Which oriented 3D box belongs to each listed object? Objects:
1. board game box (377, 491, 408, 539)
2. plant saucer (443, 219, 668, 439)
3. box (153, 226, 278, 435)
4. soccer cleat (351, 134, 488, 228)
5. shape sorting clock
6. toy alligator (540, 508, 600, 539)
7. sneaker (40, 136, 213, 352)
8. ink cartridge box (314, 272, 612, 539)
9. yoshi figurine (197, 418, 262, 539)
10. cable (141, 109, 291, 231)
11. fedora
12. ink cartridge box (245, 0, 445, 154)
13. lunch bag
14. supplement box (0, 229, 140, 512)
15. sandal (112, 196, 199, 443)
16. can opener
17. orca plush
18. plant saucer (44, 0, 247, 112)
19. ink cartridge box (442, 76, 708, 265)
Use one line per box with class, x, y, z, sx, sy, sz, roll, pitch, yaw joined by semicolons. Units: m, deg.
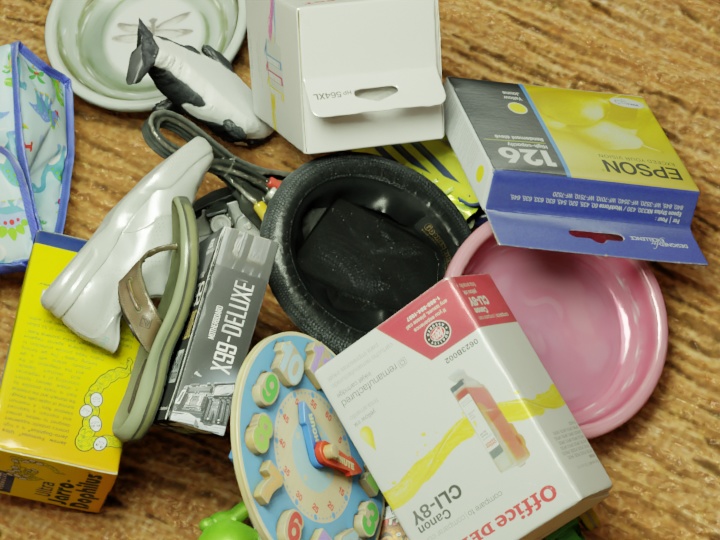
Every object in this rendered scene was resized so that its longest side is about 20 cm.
board game box;0.021;0.212;1.542;0.199;0.023;0.105;-19;59;-1
plant saucer;0.156;0.047;1.558;0.200;0.051;0.202;4;72;-14
box;-0.126;0.054;1.529;0.050;0.200;0.158;17;82;-11
soccer cleat;0.078;-0.080;1.666;0.199;0.065;0.084;14;82;20
shape sorting clock;-0.036;0.145;1.468;0.039;0.200;0.201;-19;58;27
toy alligator;0.165;0.216;1.501;0.059;0.054;0.200;-35;73;-4
sneaker;-0.175;-0.020;1.561;0.088;0.075;0.200;41;69;-9
ink cartridge box;0.080;0.124;1.454;0.145;0.083;0.200;-36;76;22
yoshi figurine;-0.091;0.181;1.512;0.112;0.112;0.201;-15;62;20
cable;-0.097;-0.086;1.650;0.200;0.050;0.097;44;47;-16
fedora;0.000;0.000;1.600;0.200;0.092;0.202;5;73;-18
ink cartridge box;-0.012;-0.182;1.614;0.128;0.126;0.200;-9;18;-16
lunch bag;-0.356;-0.086;1.697;0.169;0.127;0.201;-11;72;19
supplement box;-0.246;0.086;1.584;0.109;0.109;0.201;13;63;-10
sandal;-0.170;0.036;1.489;0.057;0.080;0.202;17;85;-11
can opener;-0.184;-0.022;1.691;0.199;0.053;0.067;-17;26;-2
orca plush;-0.158;-0.149;1.679;0.071;0.200;0.106;-33;72;20
plant saucer;-0.200;-0.228;1.795;0.199;0.050;0.201;-4;61;8
ink cartridge box;0.181;-0.088;1.584;0.197;0.047;0.200;5;34;-21
